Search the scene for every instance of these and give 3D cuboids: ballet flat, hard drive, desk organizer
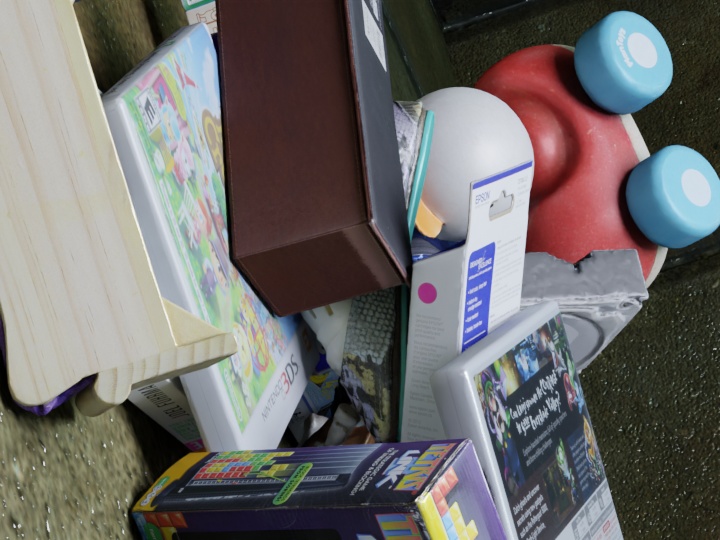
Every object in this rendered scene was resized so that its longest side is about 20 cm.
[{"bbox_3d":[0.000,0.000,1.124,0.072,0.071,0.202,56,36,-63],"label":"ballet flat"},{"bbox_3d":[0.072,0.049,1.242,0.200,0.138,0.038,125,-41,-58],"label":"hard drive"},{"bbox_3d":[-0.027,-0.082,1.092,0.072,0.076,0.202,56,24,-55],"label":"desk organizer"}]

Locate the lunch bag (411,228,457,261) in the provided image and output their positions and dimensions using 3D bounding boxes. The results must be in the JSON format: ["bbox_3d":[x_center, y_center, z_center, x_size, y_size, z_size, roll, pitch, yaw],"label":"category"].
[{"bbox_3d":[0.011,0.027,1.426,0.200,0.135,0.133,60,15,-60],"label":"lunch bag"}]

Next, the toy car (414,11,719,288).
[{"bbox_3d":[0.086,-0.051,1.291,0.199,0.184,0.178,-10,76,-39],"label":"toy car"}]

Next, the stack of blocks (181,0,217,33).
[{"bbox_3d":[-0.058,-0.103,1.308,0.059,0.114,0.202,5,67,-81],"label":"stack of blocks"}]

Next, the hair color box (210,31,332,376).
[{"bbox_3d":[-0.056,-0.039,1.202,0.109,0.064,0.202,-12,-80,64],"label":"hair color box"}]

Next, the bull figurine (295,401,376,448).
[{"bbox_3d":[-0.014,0.119,1.175,0.065,0.122,0.200,33,22,-4],"label":"bull figurine"}]

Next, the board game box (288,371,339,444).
[{"bbox_3d":[0.022,0.088,1.366,0.201,0.134,0.035,62,6,-49],"label":"board game box"}]

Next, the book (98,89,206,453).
[{"bbox_3d":[-0.102,0.009,1.028,0.200,0.048,0.135,54,22,-63],"label":"book"}]

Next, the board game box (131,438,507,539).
[{"bbox_3d":[0.003,0.178,0.944,0.057,0.164,0.202,-44,121,-49],"label":"board game box"}]

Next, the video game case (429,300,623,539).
[{"bbox_3d":[0.093,0.119,1.040,0.200,0.023,0.184,-25,100,-70],"label":"video game case"}]

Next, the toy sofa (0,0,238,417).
[{"bbox_3d":[-0.129,-0.039,0.871,0.083,0.097,0.202,154,-81,-75],"label":"toy sofa"}]

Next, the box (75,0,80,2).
[{"bbox_3d":[-0.106,-0.260,1.026,0.200,0.195,0.125,58,15,-59],"label":"box"}]

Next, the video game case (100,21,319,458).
[{"bbox_3d":[-0.073,-0.012,1.039,0.182,0.022,0.202,-65,138,-70],"label":"video game case"}]

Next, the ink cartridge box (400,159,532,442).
[{"bbox_3d":[0.055,0.044,1.092,0.095,0.037,0.202,-23,122,-64],"label":"ink cartridge box"}]
